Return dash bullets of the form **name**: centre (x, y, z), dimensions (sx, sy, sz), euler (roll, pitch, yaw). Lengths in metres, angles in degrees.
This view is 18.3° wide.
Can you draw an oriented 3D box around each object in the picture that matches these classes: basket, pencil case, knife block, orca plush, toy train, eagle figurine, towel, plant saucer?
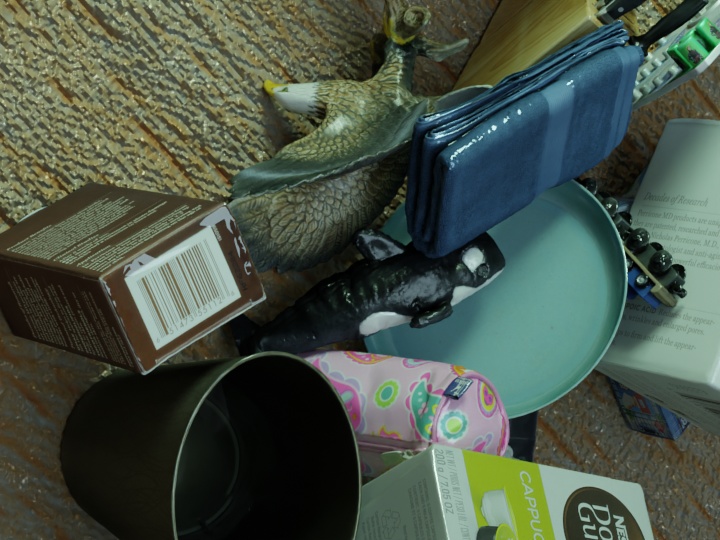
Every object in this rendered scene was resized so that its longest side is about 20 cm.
- **basket**: centre (-0.107, 0.133, 1.472), dimensions (0.135, 0.200, 0.182), euler (-4, 96, -31)
- **pencil case**: centre (0.005, 0.101, 1.540), dimensions (0.087, 0.199, 0.088), euler (-9, 101, -48)
- **knife block**: centre (0.162, -0.162, 1.625), dimensions (0.064, 0.175, 0.201), euler (36, 76, -28)
- **orca plush**: centre (0.000, 0.000, 1.571), dimensions (0.199, 0.105, 0.071), euler (-15, 111, 6)
- **toy train**: centre (0.172, -0.035, 1.643), dimensions (0.046, 0.200, 0.034), euler (-46, 139, 6)
- **eagle figurine**: centre (-0.011, -0.092, 1.559), dimensions (0.152, 0.150, 0.201), euler (43, 62, -38)
- **towel**: centre (0.112, -0.092, 1.555), dimensions (0.199, 0.048, 0.112), euler (-31, 146, -32)
- **plant saucer**: centre (0.097, 0.017, 1.614), dimensions (0.201, 0.199, 0.027), euler (-62, 155, -11)

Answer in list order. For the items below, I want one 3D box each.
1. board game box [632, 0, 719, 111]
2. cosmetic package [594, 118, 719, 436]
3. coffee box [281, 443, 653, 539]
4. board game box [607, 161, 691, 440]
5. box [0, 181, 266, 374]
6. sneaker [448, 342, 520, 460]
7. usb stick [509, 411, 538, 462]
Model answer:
- **board game box**: centre (0.262, -0.199, 1.677), dimensions (0.026, 0.200, 0.200), euler (45, 70, -6)
- **cosmetic package**: centre (0.295, 0.014, 1.660), dimensions (0.164, 0.165, 0.201), euler (29, 80, -31)
- **coffee box**: centre (0.073, 0.254, 1.467), dimensions (0.197, 0.200, 0.201), euler (14, 54, -37)
- **board game box**: centre (0.237, -0.009, 1.755), dimensions (0.200, 0.062, 0.200), euler (-49, 118, -19)
- **box**: centre (-0.158, 0.002, 1.428), dimensions (0.100, 0.200, 0.075), euler (-32, 113, -24)
- **sneaker**: centre (0.094, 0.148, 1.657), dimensions (0.086, 0.075, 0.202), euler (-1, 97, -3)
- **usb stick**: centre (0.105, 0.170, 1.708), dimensions (0.055, 0.033, 0.201), euler (6, 92, -39)
